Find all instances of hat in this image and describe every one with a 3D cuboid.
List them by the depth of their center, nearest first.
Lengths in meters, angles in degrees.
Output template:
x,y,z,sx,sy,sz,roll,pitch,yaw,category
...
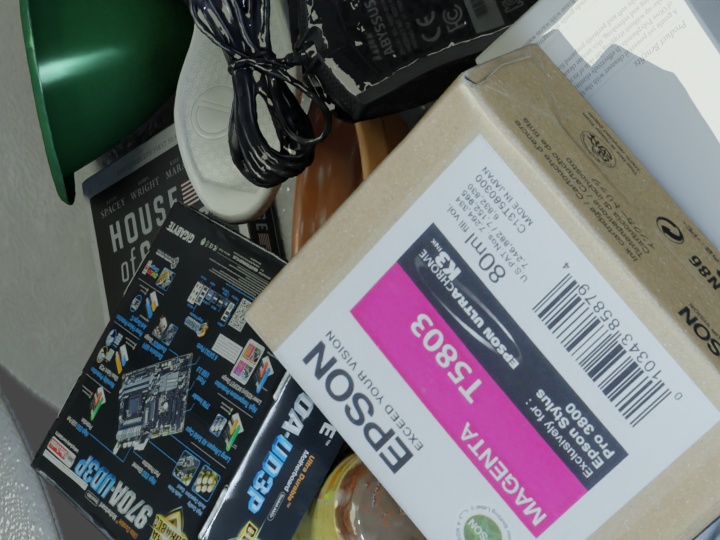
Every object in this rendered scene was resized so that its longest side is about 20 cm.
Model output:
x,y,z,sx,sy,sz,roll,pitch,yaw,category
-0.102,-0.137,1.522,0.200,0.175,0.166,89,172,-75,hat

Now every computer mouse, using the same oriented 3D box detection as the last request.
x,y,z,sx,sy,sz,roll,pitch,yaw,category
0.023,-0.128,1.250,0.199,0.053,0.139,-20,72,15,computer mouse

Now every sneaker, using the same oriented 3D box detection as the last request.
x,y,z,sx,sy,sz,roll,pitch,yaw,category
-0.050,-0.105,1.388,0.070,0.099,0.201,-12,64,17,sneaker

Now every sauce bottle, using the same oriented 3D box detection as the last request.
x,y,z,sx,sy,sz,roll,pitch,yaw,category
-0.011,0.119,1.260,0.200,0.066,0.066,163,105,-67,sauce bottle

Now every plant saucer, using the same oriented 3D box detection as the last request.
x,y,z,sx,sy,sz,roll,pitch,yaw,category
0.000,0.000,1.330,0.200,0.037,0.201,180,90,-78,plant saucer

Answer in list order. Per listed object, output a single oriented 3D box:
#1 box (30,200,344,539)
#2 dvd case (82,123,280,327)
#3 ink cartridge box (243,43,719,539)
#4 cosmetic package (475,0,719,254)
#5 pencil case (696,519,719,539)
x,y,z,sx,sy,sz,roll,pitch,yaw,category
-0.075,0.063,1.271,0.159,0.046,0.200,-62,30,-1,box
-0.096,0.017,1.506,0.150,0.025,0.201,-27,69,46,dvd case
0.072,0.036,1.088,0.200,0.075,0.165,49,123,10,ink cartridge box
0.152,-0.043,1.127,0.108,0.085,0.200,-40,73,33,cosmetic package
0.122,0.127,1.191,0.200,0.091,0.083,6,135,48,pencil case
